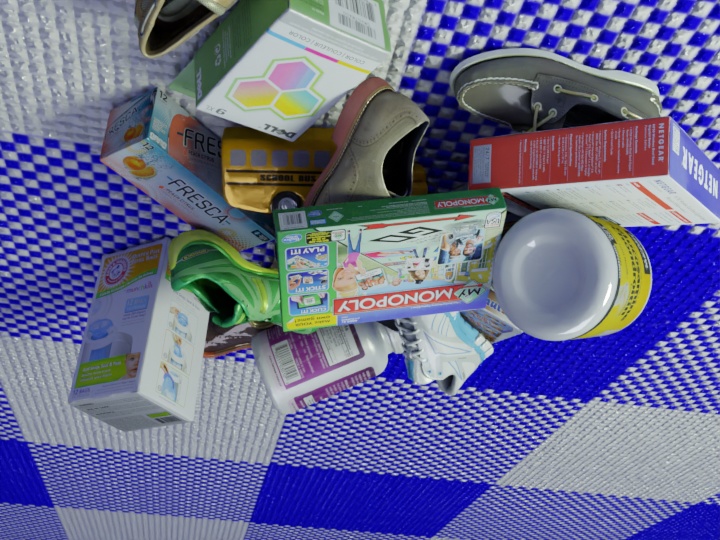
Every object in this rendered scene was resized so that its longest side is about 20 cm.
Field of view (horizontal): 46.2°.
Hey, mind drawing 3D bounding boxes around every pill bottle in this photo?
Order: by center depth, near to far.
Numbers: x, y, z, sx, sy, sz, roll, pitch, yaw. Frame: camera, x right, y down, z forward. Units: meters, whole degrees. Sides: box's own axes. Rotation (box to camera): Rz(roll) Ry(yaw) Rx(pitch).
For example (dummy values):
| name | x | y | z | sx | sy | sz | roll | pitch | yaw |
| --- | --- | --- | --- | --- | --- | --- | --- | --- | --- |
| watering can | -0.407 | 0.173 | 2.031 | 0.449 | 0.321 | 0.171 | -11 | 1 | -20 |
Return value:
| name | x | y | z | sx | sy | sz | roll | pitch | yaw |
| --- | --- | --- | --- | --- | --- | --- | --- | --- | --- |
| pill bottle | 0.208 | 0.006 | 0.789 | 0.111 | 0.114 | 0.199 | -18 | 170 | 30 |
| pill bottle | -0.033 | 0.099 | 1.094 | 0.197 | 0.113 | 0.113 | -22 | 148 | -3 |

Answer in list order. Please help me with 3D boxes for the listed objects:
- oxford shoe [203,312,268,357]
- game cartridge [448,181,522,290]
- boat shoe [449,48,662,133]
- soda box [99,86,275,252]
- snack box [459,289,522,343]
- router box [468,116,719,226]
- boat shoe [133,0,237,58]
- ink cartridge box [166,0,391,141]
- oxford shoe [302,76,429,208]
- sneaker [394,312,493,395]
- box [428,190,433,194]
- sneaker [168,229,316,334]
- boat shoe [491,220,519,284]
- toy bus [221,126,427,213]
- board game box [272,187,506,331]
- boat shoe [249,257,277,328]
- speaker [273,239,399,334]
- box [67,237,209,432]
| name | x | y | z | sx | sy | sz | roll | pitch | yaw |
| --- | --- | --- | --- | --- | --- | --- | --- | --- | --- |
| oxford shoe | -0.175 | 0.069 | 1.150 | 0.196 | 0.072 | 0.074 | -2 | 134 | -7 |
| game cartridge | 0.143 | -0.024 | 0.930 | 0.132 | 0.041 | 0.200 | -23 | 138 | 24 |
| boat shoe | 0.178 | -0.147 | 0.757 | 0.198 | 0.061 | 0.072 | 7 | 149 | -9 |
| soda box | -0.167 | -0.096 | 0.861 | 0.068 | 0.064 | 0.200 | -16 | 146 | 28 |
| snack box | 0.129 | 0.053 | 0.942 | 0.071 | 0.025 | 0.200 | 30 | 169 | 1 |
| router box | 0.222 | -0.081 | 0.779 | 0.177 | 0.050 | 0.199 | -1 | 171 | 34 |
| boat shoe | -0.105 | -0.224 | 0.628 | 0.071 | 0.077 | 0.199 | 23 | 143 | -31 |
| ink cartridge box | -0.076 | -0.170 | 0.721 | 0.103 | 0.060 | 0.199 | 13 | 150 | -37 |
| oxford shoe | 0.001 | -0.063 | 0.746 | 0.070 | 0.074 | 0.202 | -20 | 138 | -47 |
| sneaker | 0.069 | 0.073 | 0.901 | 0.075 | 0.087 | 0.200 | 20 | 162 | 50 |
| box | 0.054 | -0.038 | 0.973 | 0.198 | 0.037 | 0.143 | 20 | 145 | -29 |
| sneaker | -0.128 | 0.032 | 0.922 | 0.199 | 0.085 | 0.074 | 28 | 142 | -31 |
| boat shoe | 0.080 | -0.030 | 0.845 | 0.197 | 0.069 | 0.072 | 6 | -168 | -4 |
| toy bus | -0.034 | -0.096 | 0.823 | 0.196 | 0.065 | 0.080 | 0 | 113 | -5 |
| board game box | 0.024 | -0.007 | 0.755 | 0.197 | 0.029 | 0.136 | -7 | 138 | -7 |
| boat shoe | -0.087 | 0.025 | 1.025 | 0.073 | 0.067 | 0.200 | 20 | 155 | -18 |
| speaker | 0.000 | 0.000 | 0.929 | 0.081 | 0.082 | 0.199 | -23 | 141 | 36 |
| box | -0.260 | 0.078 | 1.023 | 0.111 | 0.203 | 0.101 | -12 | 147 | 25 |
